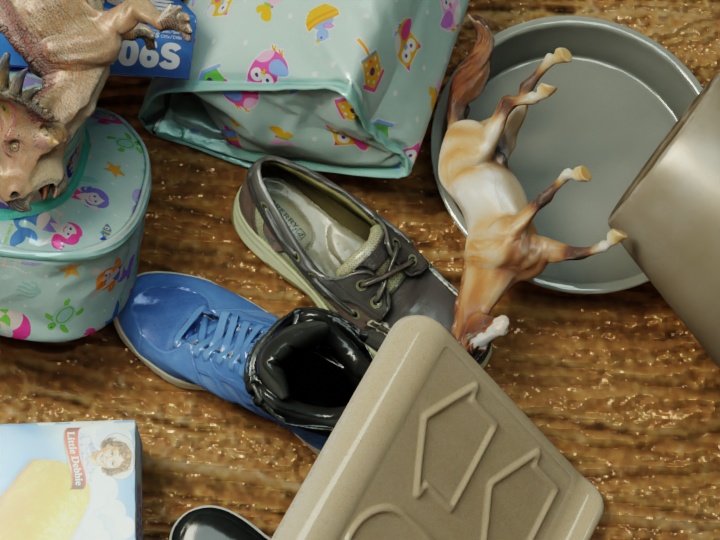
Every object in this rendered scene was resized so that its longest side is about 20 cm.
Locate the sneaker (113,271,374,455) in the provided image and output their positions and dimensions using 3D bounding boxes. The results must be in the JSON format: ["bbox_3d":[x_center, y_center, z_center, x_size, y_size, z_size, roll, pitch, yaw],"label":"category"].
[{"bbox_3d":[-0.066,0.047,1.146,0.199,0.111,0.077,32,70,9],"label":"sneaker"}]

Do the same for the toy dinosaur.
[{"bbox_3d":[-0.184,-0.149,1.057,0.134,0.086,0.201,-18,69,-21],"label":"toy dinosaur"}]

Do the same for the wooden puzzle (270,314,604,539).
[{"bbox_3d":[0.042,0.155,1.110,0.200,0.046,0.186,44,65,-30],"label":"wooden puzzle"}]

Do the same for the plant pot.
[{"bbox_3d":[0.254,-0.025,1.139,0.173,0.200,0.200,38,71,3],"label":"plant pot"}]

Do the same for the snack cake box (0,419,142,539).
[{"bbox_3d":[-0.186,0.195,1.105,0.114,0.067,0.202,-2,70,-4],"label":"snack cake box"}]

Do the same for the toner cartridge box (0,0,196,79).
[{"bbox_3d":[-0.209,-0.157,1.150,0.198,0.095,0.044,2,110,-22],"label":"toner cartridge box"}]

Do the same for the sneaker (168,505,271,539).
[{"bbox_3d":[-0.048,0.213,1.083,0.073,0.112,0.201,-29,73,-14],"label":"sneaker"}]

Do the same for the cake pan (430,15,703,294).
[{"bbox_3d":[0.144,-0.074,1.246,0.198,0.037,0.202,1,69,-4],"label":"cake pan"}]

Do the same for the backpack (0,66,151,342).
[{"bbox_3d":[-0.227,-0.047,1.144,0.198,0.152,0.178,15,35,-6],"label":"backpack"}]

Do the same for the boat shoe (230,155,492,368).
[{"bbox_3d":[0.000,0.000,1.193,0.199,0.065,0.073,34,69,7],"label":"boat shoe"}]

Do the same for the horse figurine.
[{"bbox_3d":[0.091,-0.057,1.166,0.050,0.132,0.202,8,57,-42],"label":"horse figurine"}]

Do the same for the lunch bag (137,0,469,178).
[{"bbox_3d":[-0.042,-0.158,1.219,0.198,0.122,0.172,3,65,35],"label":"lunch bag"}]
